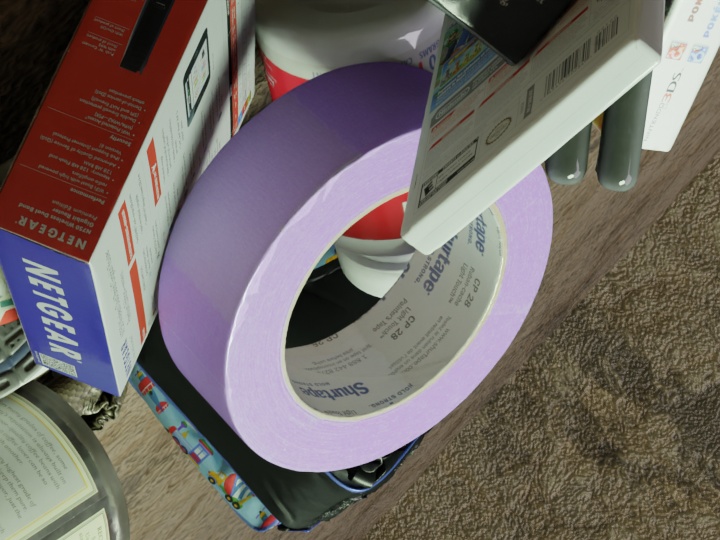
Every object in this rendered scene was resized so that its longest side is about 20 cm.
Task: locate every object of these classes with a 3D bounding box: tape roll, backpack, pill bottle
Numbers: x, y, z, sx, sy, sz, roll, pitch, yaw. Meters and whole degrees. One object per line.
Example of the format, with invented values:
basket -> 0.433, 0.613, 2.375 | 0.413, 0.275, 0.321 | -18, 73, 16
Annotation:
tape roll -> 0.000, 0.000, 0.963 | 0.199, 0.066, 0.201 | -25, 136, -26
backpack -> -0.021, 0.035, 1.178 | 0.200, 0.183, 0.135 | -43, 180, -38
pill bottle -> 0.012, -0.082, 1.046 | 0.112, 0.112, 0.201 | -40, 140, -23

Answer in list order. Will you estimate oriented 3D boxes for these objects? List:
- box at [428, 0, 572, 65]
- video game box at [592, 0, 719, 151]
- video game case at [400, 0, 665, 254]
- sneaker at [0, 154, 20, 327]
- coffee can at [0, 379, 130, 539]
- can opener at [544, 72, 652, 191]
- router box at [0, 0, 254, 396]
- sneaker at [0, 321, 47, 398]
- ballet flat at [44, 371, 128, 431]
box -> 0.062, -0.216, 0.792 | 0.200, 0.148, 0.107 | -48, -150, 15
video game box -> 0.141, -0.192, 1.030 | 0.046, 0.201, 0.183 | 8, 122, -29
video game case -> 0.080, -0.112, 0.848 | 0.143, 0.018, 0.201 | -41, -156, 36
sneaker -> -0.205, 0.000, 0.886 | 0.199, 0.070, 0.094 | -36, 156, -46
coffee can -> -0.246, 0.162, 1.066 | 0.200, 0.146, 0.147 | -32, 162, -46
can opener -> 0.126, -0.143, 0.959 | 0.067, 0.053, 0.202 | -70, 166, -73
router box -> -0.103, -0.056, 0.897 | 0.200, 0.048, 0.181 | 100, 12, -70
sneaker -> -0.156, 0.002, 1.070 | 0.199, 0.075, 0.087 | -35, 177, -17
ballet flat -> -0.224, 0.120, 1.237 | 0.200, 0.046, 0.068 | -38, 165, -31
